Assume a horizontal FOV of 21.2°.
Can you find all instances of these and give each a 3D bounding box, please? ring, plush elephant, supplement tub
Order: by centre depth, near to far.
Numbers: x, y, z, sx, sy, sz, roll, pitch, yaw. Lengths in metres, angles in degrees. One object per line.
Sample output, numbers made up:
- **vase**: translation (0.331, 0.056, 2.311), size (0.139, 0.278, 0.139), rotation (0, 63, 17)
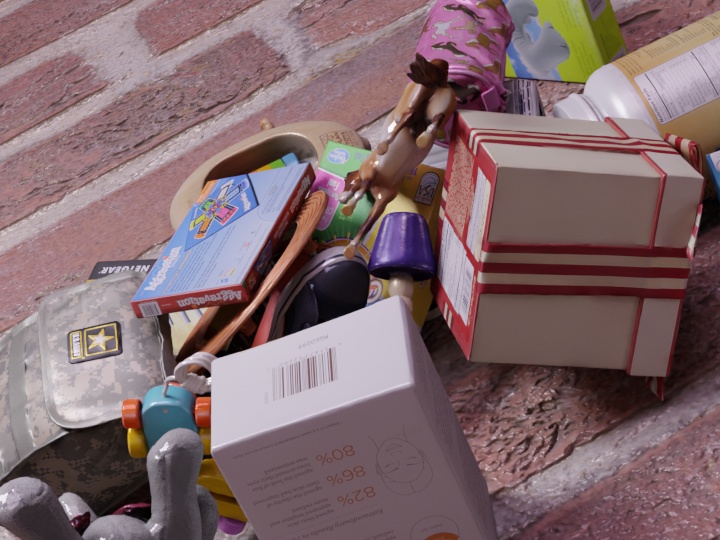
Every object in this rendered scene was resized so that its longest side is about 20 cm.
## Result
- **plush elephant**: translation (-0.187, 0.224, 1.450), size (0.164, 0.201, 0.155), rotation (-24, 7, -25)
- **ring**: translation (-0.089, 0.015, 1.603), size (0.200, 0.019, 0.200), rotation (-48, 10, 12)
- **supplement tub**: translation (0.281, -0.130, 1.652), size (0.200, 0.145, 0.145), rotation (-26, 32, -2)

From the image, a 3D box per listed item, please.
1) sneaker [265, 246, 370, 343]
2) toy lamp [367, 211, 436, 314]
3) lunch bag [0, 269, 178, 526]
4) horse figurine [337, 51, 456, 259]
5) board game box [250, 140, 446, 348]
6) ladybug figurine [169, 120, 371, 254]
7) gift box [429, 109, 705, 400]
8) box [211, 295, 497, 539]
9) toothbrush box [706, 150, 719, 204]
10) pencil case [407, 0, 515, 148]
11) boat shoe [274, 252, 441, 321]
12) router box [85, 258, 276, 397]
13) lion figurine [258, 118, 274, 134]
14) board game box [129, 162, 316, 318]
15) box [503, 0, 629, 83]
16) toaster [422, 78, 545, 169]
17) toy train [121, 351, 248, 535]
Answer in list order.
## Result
- **sneaker**: translation (-0.042, 0.079, 1.567), size (0.200, 0.078, 0.079), rotation (-59, 40, 21)
- **toy lamp**: translation (0.031, 0.053, 1.530), size (0.058, 0.058, 0.201), rotation (-6, 74, 26)
- **lunch bag**: translation (-0.230, 0.107, 1.589), size (0.200, 0.117, 0.164), rotation (-39, 40, 23)
- **horse figurine**: translation (0.030, -0.100, 1.535), size (0.050, 0.200, 0.133), rotation (30, 37, -1)
- **board game box**: translation (0.000, 0.000, 1.642), size (0.153, 0.040, 0.201), rotation (17, 85, 45)
- **ladybug figurine**: translation (-0.078, -0.069, 1.795), size (0.199, 0.072, 0.136), rotation (-23, 45, -2)
- **gift box**: translation (0.168, -0.013, 1.484), size (0.186, 0.185, 0.200), rotation (3, 24, -12)
- **box**: translation (-0.002, 0.144, 1.385), size (0.152, 0.200, 0.106), rotation (-19, 34, 8)
- **toothbrush box**: translation (0.369, -0.032, 1.509), size (0.146, 0.085, 0.200), rotation (-18, 34, 9)
- **pencil case**: translation (0.091, -0.184, 1.712), size (0.083, 0.086, 0.200), rotation (-52, 13, 28)
- **boat shoe**: translation (-0.007, -0.001, 1.731), size (0.201, 0.063, 0.074), rotation (7, 48, 42)
- **router box**: translation (-0.179, 0.062, 1.737), size (0.199, 0.052, 0.158), rotation (-3, 47, 30)
- **lion figurine**: translation (-0.080, -0.078, 1.882), size (0.200, 0.073, 0.123), rotation (12, 54, 38)
- **board game box**: translation (-0.112, -0.027, 1.608), size (0.103, 0.019, 0.200), rotation (-8, 29, 22)
- **box**: translation (0.163, -0.252, 1.926), size (0.200, 0.122, 0.048), rotation (9, 46, 41)
- **toaster**: translation (0.109, -0.099, 1.752), size (0.129, 0.114, 0.200), rotation (-13, 30, 10)
- **toy train**: translation (-0.085, 0.127, 1.477), size (0.150, 0.200, 0.056), rotation (-36, 29, 28)
